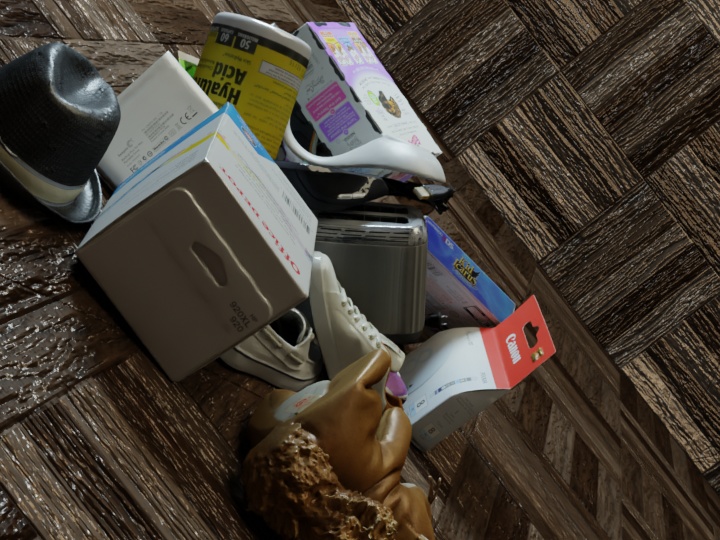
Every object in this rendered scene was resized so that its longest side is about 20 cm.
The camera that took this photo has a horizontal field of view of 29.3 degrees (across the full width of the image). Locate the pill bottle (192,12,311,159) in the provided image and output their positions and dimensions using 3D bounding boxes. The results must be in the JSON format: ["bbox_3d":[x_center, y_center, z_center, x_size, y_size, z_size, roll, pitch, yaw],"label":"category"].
[{"bbox_3d":[-0.132,-0.157,1.446,0.110,0.203,0.111,19,0,0],"label":"pill bottle"}]

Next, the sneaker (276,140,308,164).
[{"bbox_3d":[-0.091,-0.116,1.562,0.087,0.074,0.202,-40,109,-55],"label":"sneaker"}]

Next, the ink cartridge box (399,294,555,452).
[{"bbox_3d":[0.132,0.109,1.657,0.047,0.199,0.160,46,14,-20],"label":"ink cartridge box"}]

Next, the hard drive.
[{"bbox_3d":[-0.170,-0.096,1.358,0.200,0.132,0.026,49,-21,-12],"label":"hard drive"}]

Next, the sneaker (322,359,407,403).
[{"bbox_3d":[0.013,0.101,1.585,0.115,0.072,0.201,54,23,-10],"label":"sneaker"}]

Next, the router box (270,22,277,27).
[{"bbox_3d":[-0.098,-0.190,1.772,0.052,0.157,0.201,-35,86,-37],"label":"router box"}]

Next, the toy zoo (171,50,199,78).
[{"bbox_3d":[-0.159,-0.137,1.562,0.131,0.020,0.203,14,62,-54],"label":"toy zoo"}]

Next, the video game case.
[{"bbox_3d":[0.070,0.016,1.762,0.200,0.180,0.046,43,53,-33],"label":"video game case"}]

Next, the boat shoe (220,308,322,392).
[{"bbox_3d":[-0.079,0.065,1.357,0.072,0.066,0.200,58,14,28],"label":"boat shoe"}]

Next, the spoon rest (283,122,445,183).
[{"bbox_3d":[-0.001,-0.128,1.503,0.198,0.061,0.099,22,5,5],"label":"spoon rest"}]

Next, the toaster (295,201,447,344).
[{"bbox_3d":[0.000,0.000,1.481,0.114,0.197,0.131,-83,177,-70],"label":"toaster"}]

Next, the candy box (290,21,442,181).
[{"bbox_3d":[-0.004,-0.196,1.652,0.201,0.071,0.168,56,21,4],"label":"candy box"}]

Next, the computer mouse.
[{"bbox_3d":[0.005,-0.078,1.431,0.139,0.047,0.199,13,5,41],"label":"computer mouse"}]

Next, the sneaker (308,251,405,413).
[{"bbox_3d":[-0.003,0.066,1.412,0.073,0.084,0.202,-102,177,-68],"label":"sneaker"}]

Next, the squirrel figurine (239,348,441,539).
[{"bbox_3d":[-0.010,0.199,1.177,0.188,0.140,0.200,59,26,-12],"label":"squirrel figurine"}]

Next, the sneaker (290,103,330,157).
[{"bbox_3d":[-0.079,-0.174,1.661,0.202,0.079,0.078,66,21,6],"label":"sneaker"}]

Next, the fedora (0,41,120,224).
[{"bbox_3d":[-0.265,-0.136,1.197,0.201,0.091,0.201,48,14,-16],"label":"fedora"}]

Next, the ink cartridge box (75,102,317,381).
[{"bbox_3d":[-0.138,-0.029,1.222,0.148,0.144,0.200,53,12,-15],"label":"ink cartridge box"}]
